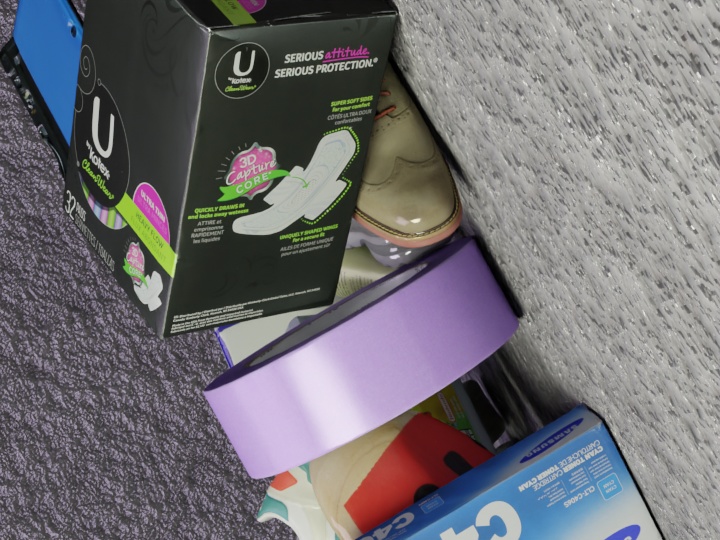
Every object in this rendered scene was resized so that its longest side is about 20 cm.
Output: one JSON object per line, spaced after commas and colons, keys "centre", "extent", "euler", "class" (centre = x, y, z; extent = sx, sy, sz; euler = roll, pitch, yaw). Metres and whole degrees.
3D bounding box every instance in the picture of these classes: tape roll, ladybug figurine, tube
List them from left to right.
{"centre": [0.000, 0.055, 1.037], "extent": [0.066, 0.199, 0.200], "euler": [60, 175, -3], "class": "tape roll"}
{"centre": [0.000, 0.000, 1.218], "extent": [0.199, 0.058, 0.052], "euler": [18, 109, 30], "class": "tube"}
{"centre": [0.059, 0.158, 1.045], "extent": [0.200, 0.072, 0.136], "euler": [37, -146, 6], "class": "ladybug figurine"}

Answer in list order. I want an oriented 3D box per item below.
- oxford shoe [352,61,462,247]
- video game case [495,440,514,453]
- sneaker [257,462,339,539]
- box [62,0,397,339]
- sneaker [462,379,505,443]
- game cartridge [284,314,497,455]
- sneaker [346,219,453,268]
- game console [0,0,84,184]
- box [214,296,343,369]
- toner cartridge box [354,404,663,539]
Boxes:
{"centre": [-0.002, -0.097, 0.977], "extent": [0.200, 0.070, 0.075], "euler": [56, 168, 35], "class": "oxford shoe"}
{"centre": [0.152, 0.230, 1.288], "extent": [0.183, 0.023, 0.200], "euler": [60, -171, 4], "class": "video game case"}
{"centre": [0.004, 0.225, 1.278], "extent": [0.199, 0.094, 0.070], "euler": [40, -177, 15], "class": "sneaker"}
{"centre": [-0.084, -0.090, 0.948], "extent": [0.149, 0.124, 0.201], "euler": [46, 134, 40], "class": "box"}
{"centre": [0.057, 0.142, 1.302], "extent": [0.075, 0.084, 0.200], "euler": [57, -165, 11], "class": "sneaker"}
{"centre": [0.024, 0.112, 1.170], "extent": [0.201, 0.132, 0.041], "euler": [64, 144, 29], "class": "game cartridge"}
{"centre": [0.006, -0.062, 1.148], "extent": [0.200, 0.074, 0.083], "euler": [18, 133, 66], "class": "sneaker"}
{"centre": [-0.177, -0.119, 1.202], "extent": [0.170, 0.118, 0.201], "euler": [3, -129, -56], "class": "game console"}
{"centre": [-0.015, 0.072, 1.361], "extent": [0.200, 0.183, 0.106], "euler": [95, 151, -80], "class": "box"}
{"centre": [0.074, 0.174, 0.965], "extent": [0.095, 0.199, 0.043], "euler": [61, 174, -15], "class": "toner cartridge box"}
